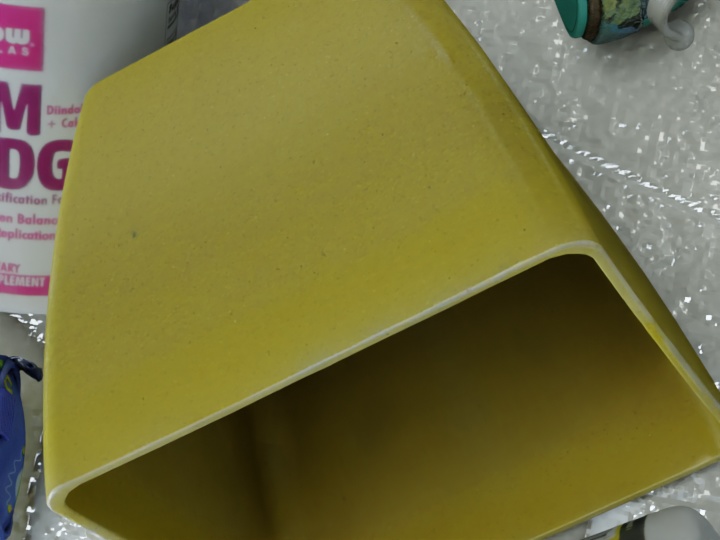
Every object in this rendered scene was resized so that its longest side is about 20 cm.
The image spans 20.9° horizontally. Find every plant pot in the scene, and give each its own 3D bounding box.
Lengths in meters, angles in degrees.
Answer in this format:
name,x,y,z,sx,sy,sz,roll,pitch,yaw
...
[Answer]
name,x,y,z,sx,sy,sz,roll,pitch,yaw
plant pot,0.000,0.000,0.734,0.200,0.200,0.177,-26,58,13

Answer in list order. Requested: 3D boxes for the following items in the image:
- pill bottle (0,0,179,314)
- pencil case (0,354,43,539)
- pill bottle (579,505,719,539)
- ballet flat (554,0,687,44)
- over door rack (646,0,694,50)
name,x,y,z,sx,sy,sz,roll,pitch,yaw
pill bottle,-0.131,-0.093,0.793,0.113,0.113,0.200,22,122,25
pencil case,-0.237,0.068,0.821,0.200,0.087,0.078,5,50,-6
pill bottle,0.049,0.170,0.706,0.200,0.112,0.113,-24,69,14
ballet flat,0.086,-0.184,0.818,0.074,0.074,0.200,-25,71,14
over door rack,0.148,-0.189,0.733,0.200,0.067,0.148,-39,63,-1
